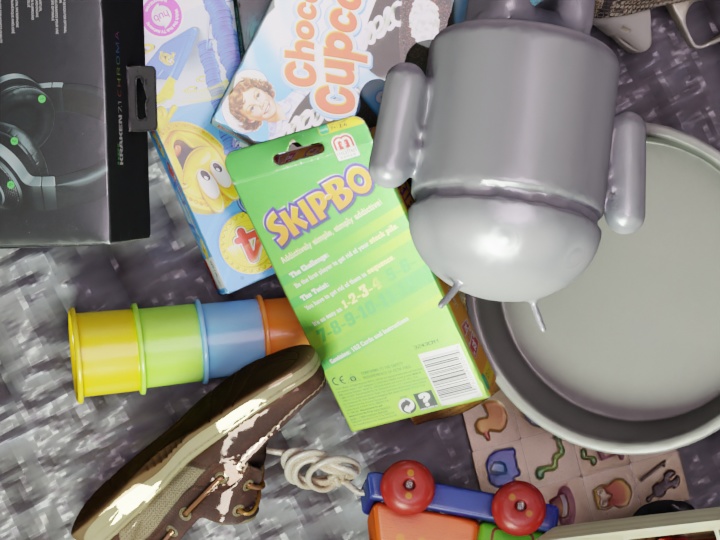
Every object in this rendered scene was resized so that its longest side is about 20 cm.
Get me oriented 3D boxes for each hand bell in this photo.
[{"bbox_3d":[0.117,0.043,1.658,0.199,0.104,0.104,-31,93,5],"label":"hand bell"}]

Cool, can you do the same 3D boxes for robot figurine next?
[{"bbox_3d":[0.089,-0.069,1.518,0.169,0.113,0.201,11,78,-12],"label":"robot figurine"}]

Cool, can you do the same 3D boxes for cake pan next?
[{"bbox_3d":[0.163,0.009,1.588,0.199,0.037,0.202,2,97,17],"label":"cake pan"}]

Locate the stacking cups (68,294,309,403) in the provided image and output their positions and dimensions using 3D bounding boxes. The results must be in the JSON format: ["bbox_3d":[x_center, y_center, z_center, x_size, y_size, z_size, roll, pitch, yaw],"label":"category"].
[{"bbox_3d":[-0.081,0.047,1.642,0.199,0.060,0.061,-3,89,-9],"label":"stacking cups"}]

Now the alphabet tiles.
[{"bbox_3d":[0.142,0.063,1.696,0.166,0.008,0.201,-14,91,-8],"label":"alphabet tiles"}]

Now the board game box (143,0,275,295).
[{"bbox_3d":[-0.036,-0.113,1.650,0.199,0.056,0.197,-24,92,-7],"label":"board game box"}]

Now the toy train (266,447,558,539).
[{"bbox_3d":[0.016,0.180,1.624,0.199,0.085,0.116,11,71,-3],"label":"toy train"}]

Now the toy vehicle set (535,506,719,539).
[{"bbox_3d":[0.204,0.204,1.552,0.026,0.199,0.125,-26,101,-50],"label":"toy vehicle set"}]

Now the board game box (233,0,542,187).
[{"bbox_3d":[0.028,-0.116,1.616,0.199,0.028,0.136,-8,90,-7],"label":"board game box"}]

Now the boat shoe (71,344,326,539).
[{"bbox_3d":[-0.087,0.123,1.611,0.200,0.072,0.072,-40,101,18],"label":"boat shoe"}]

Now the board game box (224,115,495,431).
[{"bbox_3d":[0.000,0.000,1.569,0.095,0.030,0.201,-15,118,22],"label":"board game box"}]

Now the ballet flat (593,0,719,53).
[{"bbox_3d":[0.203,-0.177,1.683,0.199,0.068,0.076,-9,106,-10],"label":"ballet flat"}]

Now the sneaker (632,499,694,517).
[{"bbox_3d":[0.189,0.188,1.627,0.078,0.200,0.090,-18,79,-49],"label":"sneaker"}]

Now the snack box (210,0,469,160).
[{"bbox_3d":[0.005,-0.150,1.580,0.116,0.037,0.201,27,86,-5],"label":"snack box"}]

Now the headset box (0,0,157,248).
[{"bbox_3d":[-0.221,-0.100,1.576,0.199,0.093,0.175,-2,92,11],"label":"headset box"}]
